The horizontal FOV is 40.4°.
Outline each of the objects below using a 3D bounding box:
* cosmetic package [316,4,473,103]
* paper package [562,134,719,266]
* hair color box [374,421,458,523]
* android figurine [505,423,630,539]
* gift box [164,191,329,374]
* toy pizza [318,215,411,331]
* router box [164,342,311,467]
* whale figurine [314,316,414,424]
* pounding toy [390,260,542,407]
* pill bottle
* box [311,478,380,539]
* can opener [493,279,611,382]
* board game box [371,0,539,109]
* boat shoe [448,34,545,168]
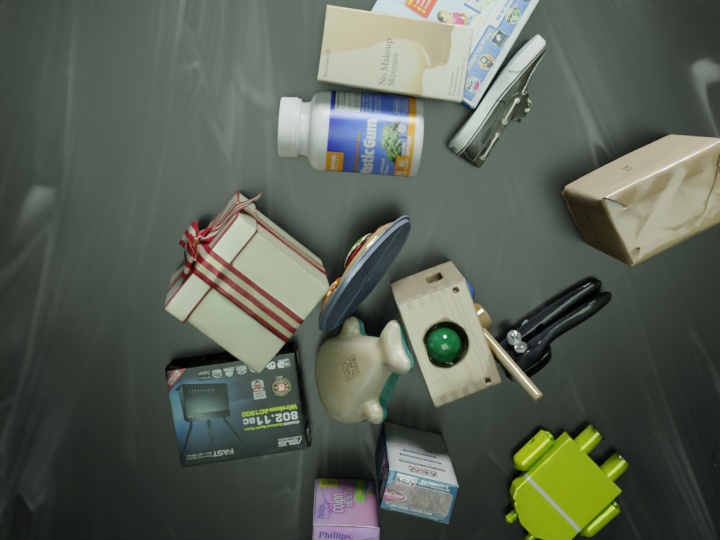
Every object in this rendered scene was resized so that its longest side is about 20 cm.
[{"bbox_3d":[0.045,-0.291,1.317,0.198,0.071,0.106,7,100,-2],"label":"cosmetic package"},{"bbox_3d":[0.402,-0.104,1.349,0.190,0.200,0.104,-27,99,2],"label":"paper package"},{"bbox_3d":[0.076,0.286,1.403,0.099,0.200,0.061,14,99,-3],"label":"hair color box"},{"bbox_3d":[0.312,0.334,1.498,0.182,0.041,0.200,44,95,-8],"label":"android figurine"},{"bbox_3d":[-0.159,-0.005,1.367,0.186,0.185,0.200,37,93,-16],"label":"gift box"},{"bbox_3d":[0.000,0.000,1.362,0.032,0.200,0.201,38,97,11],"label":"toy pizza"},{"bbox_3d":[-0.181,0.199,1.453,0.198,0.062,0.151,-9,101,0],"label":"router box"},{"bbox_3d":[0.020,0.140,1.396,0.103,0.200,0.160,1,64,-38],"label":"whale figurine"},{"bbox_3d":[0.143,0.096,1.374,0.141,0.200,0.185,-21,99,1],"label":"pounding toy"},{"bbox_3d":[-0.014,-0.193,1.368,0.198,0.112,0.113,3,99,-2],"label":"pill bottle"},{"bbox_3d":[-0.026,0.433,1.437,0.096,0.176,0.202,2,99,-1],"label":"box"},{"bbox_3d":[0.283,0.082,1.455,0.200,0.079,0.063,-42,59,2],"label":"can opener"},{"bbox_3d":[0.127,-0.363,1.372,0.195,0.056,0.201,31,97,-6],"label":"board game box"},{"bbox_3d":[0.208,-0.239,1.391,0.063,0.071,0.200,35,105,-6],"label":"boat shoe"}]
